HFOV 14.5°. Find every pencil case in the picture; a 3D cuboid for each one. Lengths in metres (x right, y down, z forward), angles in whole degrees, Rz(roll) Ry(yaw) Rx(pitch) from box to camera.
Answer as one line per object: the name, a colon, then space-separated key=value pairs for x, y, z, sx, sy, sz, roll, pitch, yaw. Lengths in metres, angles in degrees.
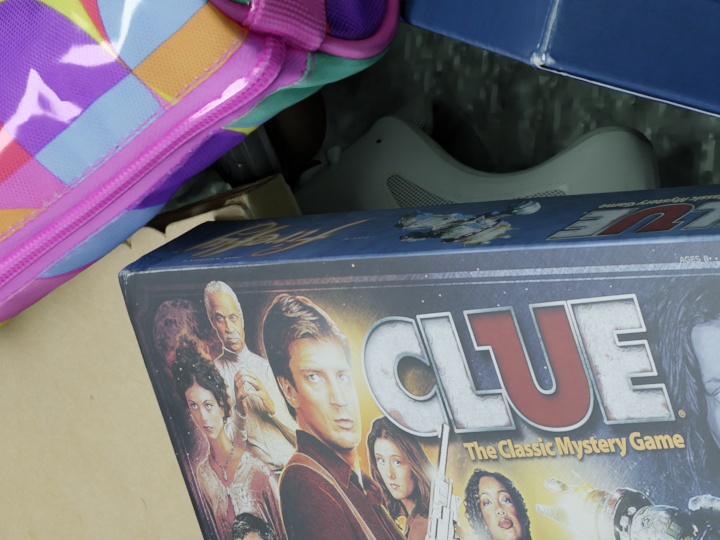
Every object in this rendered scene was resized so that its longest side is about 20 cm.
pencil case: x=-0.082 y=-0.031 z=0.660 sx=0.200 sy=0.088 sz=0.089 roll=-39 pitch=63 yaw=33

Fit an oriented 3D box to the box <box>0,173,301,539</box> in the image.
box: x=-0.044 y=0.087 z=0.744 sx=0.163 sy=0.021 sz=0.201 roll=-16 pitch=102 yaw=40

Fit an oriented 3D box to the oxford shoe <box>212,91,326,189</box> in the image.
oxford shoe: x=-0.029 y=-0.106 z=0.758 sx=0.084 sy=0.073 sz=0.201 roll=-14 pitch=53 yaw=1

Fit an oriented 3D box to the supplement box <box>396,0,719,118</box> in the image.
supplement box: x=0.104 y=-0.128 z=0.579 sx=0.200 sy=0.134 sz=0.201 roll=-135 pitch=60 yaw=-79

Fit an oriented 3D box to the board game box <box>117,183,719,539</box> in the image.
board game box: x=0.041 y=0.052 z=0.612 sx=0.199 sy=0.035 sz=0.136 roll=-4 pitch=109 yaw=46

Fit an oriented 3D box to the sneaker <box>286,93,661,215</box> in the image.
sneaker: x=0.000 y=0.000 z=0.754 sx=0.199 sy=0.074 sz=0.089 roll=-2 pitch=70 yaw=36

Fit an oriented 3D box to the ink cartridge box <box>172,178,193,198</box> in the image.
ink cartridge box: x=-0.117 y=-0.108 z=0.764 sx=0.083 sy=0.200 sz=0.146 roll=-18 pitch=68 yaw=-1
